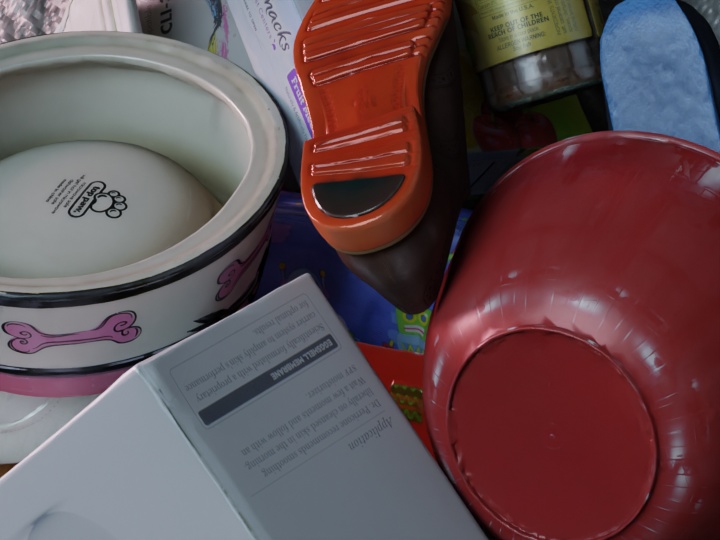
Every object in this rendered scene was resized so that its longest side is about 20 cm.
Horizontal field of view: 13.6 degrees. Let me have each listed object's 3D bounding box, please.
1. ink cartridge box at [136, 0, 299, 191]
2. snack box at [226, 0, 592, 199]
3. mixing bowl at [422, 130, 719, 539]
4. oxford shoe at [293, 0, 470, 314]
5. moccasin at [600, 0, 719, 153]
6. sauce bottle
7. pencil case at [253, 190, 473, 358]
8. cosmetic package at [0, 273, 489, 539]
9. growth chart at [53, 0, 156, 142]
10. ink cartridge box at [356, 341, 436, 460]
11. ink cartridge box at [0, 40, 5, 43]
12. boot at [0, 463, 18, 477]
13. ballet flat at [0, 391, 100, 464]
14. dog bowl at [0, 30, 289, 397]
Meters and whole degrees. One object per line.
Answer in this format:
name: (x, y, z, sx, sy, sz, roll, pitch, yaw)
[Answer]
ink cartridge box: (-0.066, -0.098, 1.524, 0.199, 0.067, 0.117, -19, 64, 30)
snack box: (0.010, -0.129, 1.411, 0.053, 0.142, 0.201, -45, 59, 47)
mixing bowl: (0.102, 0.052, 1.265, 0.199, 0.108, 0.201, 10, 112, 25)
oxford shoe: (0.014, -0.066, 1.310, 0.071, 0.073, 0.201, -12, 43, 20)
moccasin: (0.154, -0.023, 1.335, 0.080, 0.068, 0.201, -3, 90, 23)
sauce bottle: (0.061, -0.173, 1.361, 0.064, 0.065, 0.201, -16, 87, 30)
pencil case: (0.000, 0.000, 1.431, 0.199, 0.087, 0.078, 10, 56, 37)
cosmetic package: (-0.056, 0.145, 1.275, 0.199, 0.123, 0.201, -37, 84, 41)
growth chart: (-0.142, -0.078, 1.531, 0.200, 0.018, 0.145, 124, 144, -52)
ink cartridge box: (-0.040, 0.130, 1.404, 0.162, 0.050, 0.201, 10, 99, 37)
ink cartridge box: (-0.211, -0.020, 1.517, 0.201, 0.050, 0.161, -64, 24, 0)
boot: (-0.154, 0.091, 1.427, 0.155, 0.077, 0.200, -48, 47, 7)
ballet flat: (-0.193, 0.052, 1.382, 0.199, 0.069, 0.070, -6, 70, 19)
dog bowl: (-0.129, -0.023, 1.354, 0.199, 0.074, 0.201, -2, 38, 1)
